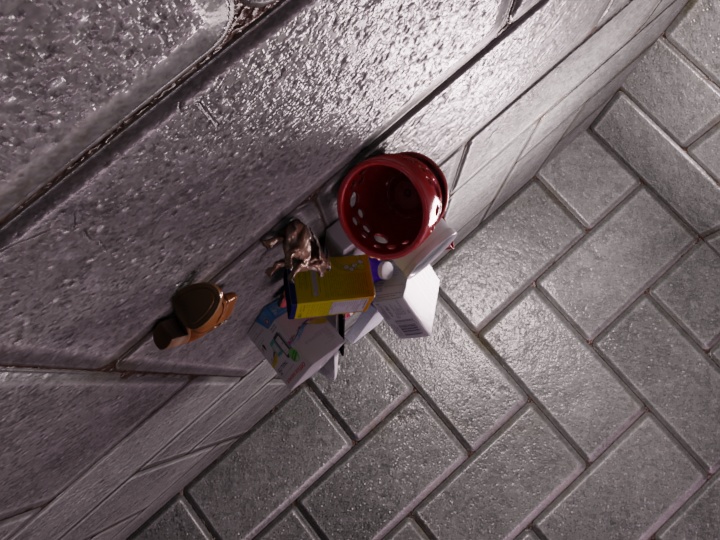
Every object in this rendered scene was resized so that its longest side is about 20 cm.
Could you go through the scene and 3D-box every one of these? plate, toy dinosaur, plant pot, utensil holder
[{"bbox_3d":[-0.114,0.198,1.623,0.032,0.203,0.199,-4,-169,-33],"label":"plate"},{"bbox_3d":[-0.123,-0.052,1.102,0.136,0.085,0.201,-48,157,-28],"label":"toy dinosaur"},{"bbox_3d":[0.074,-0.142,1.135,0.201,0.200,0.182,-47,174,30],"label":"plant pot"},{"bbox_3d":[0.116,-0.109,1.395,0.169,0.200,0.170,-40,170,-8],"label":"utensil holder"}]

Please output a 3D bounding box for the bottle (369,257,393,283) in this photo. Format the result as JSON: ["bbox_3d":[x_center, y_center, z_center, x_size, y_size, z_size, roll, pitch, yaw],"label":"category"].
[{"bbox_3d":[0.000,0.000,1.495,0.198,0.065,0.084,1,-129,45],"label":"bottle"}]

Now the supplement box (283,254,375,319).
[{"bbox_3d":[-0.077,0.039,1.304,0.197,0.111,0.109,-5,158,-14],"label":"supplement box"}]

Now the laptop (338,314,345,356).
[{"bbox_3d":[-0.011,0.129,1.617,0.114,0.203,0.187,1,-175,-9],"label":"laptop"}]

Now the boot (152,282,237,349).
[{"bbox_3d":[-0.278,0.066,1.022,0.199,0.074,0.154,-34,174,32],"label":"boot"}]

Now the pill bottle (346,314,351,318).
[{"bbox_3d":[-0.111,0.143,1.815,0.199,0.113,0.113,-40,170,-12],"label":"pill bottle"}]

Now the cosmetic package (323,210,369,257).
[{"bbox_3d":[-0.032,-0.067,1.371,0.101,0.071,0.200,-39,170,-17],"label":"cosmetic package"}]

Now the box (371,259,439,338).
[{"bbox_3d":[0.129,0.054,1.537,0.104,0.184,0.202,-10,-134,30],"label":"box"}]

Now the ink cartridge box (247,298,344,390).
[{"bbox_3d":[-0.176,0.184,1.504,0.145,0.200,0.147,-30,164,-47],"label":"ink cartridge box"}]

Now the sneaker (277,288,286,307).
[{"bbox_3d":[-0.125,0.046,1.443,0.199,0.087,0.074,-36,168,-27],"label":"sneaker"}]

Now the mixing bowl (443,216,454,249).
[{"bbox_3d":[0.195,-0.138,1.667,0.107,0.203,0.200,-23,174,15],"label":"mixing bowl"}]

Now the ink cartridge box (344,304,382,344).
[{"bbox_3d":[0.056,0.115,1.678,0.201,0.043,0.196,-55,166,28],"label":"ink cartridge box"}]
